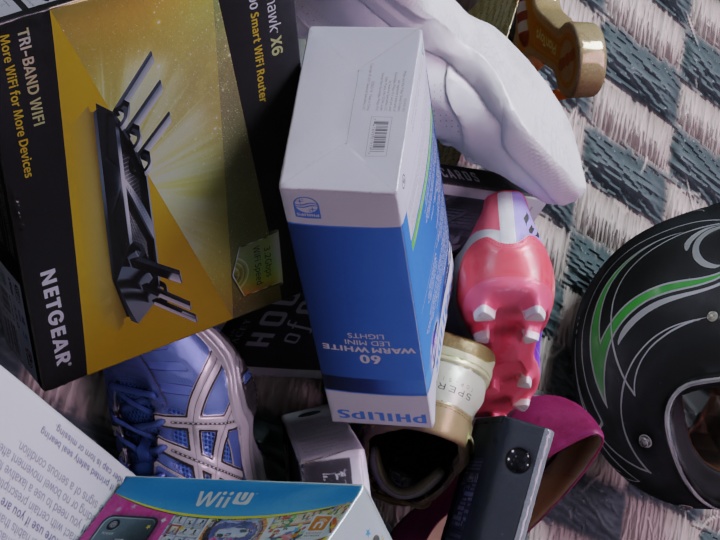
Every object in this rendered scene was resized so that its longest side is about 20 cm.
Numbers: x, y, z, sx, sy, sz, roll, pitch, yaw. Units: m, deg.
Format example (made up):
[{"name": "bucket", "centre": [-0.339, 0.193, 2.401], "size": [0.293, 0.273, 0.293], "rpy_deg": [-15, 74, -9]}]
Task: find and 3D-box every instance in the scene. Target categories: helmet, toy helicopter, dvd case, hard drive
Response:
[{"name": "helmet", "centre": [0.242, 0.063, 1.471], "size": [0.200, 0.191, 0.200], "rpy_deg": [43, 23, -23]}, {"name": "toy helicopter", "centre": [0.113, -0.146, 1.334], "size": [0.079, 0.200, 0.133], "rpy_deg": [1, 111, -15]}, {"name": "dvd case", "centre": [0.000, 0.000, 1.183], "size": [0.200, 0.025, 0.150], "rpy_deg": [5, 127, -45]}, {"name": "hard drive", "centre": [0.058, 0.183, 1.175], "size": [0.140, 0.033, 0.201], "rpy_deg": [127, -20, -84]}]

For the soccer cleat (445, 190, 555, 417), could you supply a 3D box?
[{"name": "soccer cleat", "centre": [0.076, 0.028, 1.212], "size": [0.200, 0.066, 0.077], "rpy_deg": [99, -6, -64]}]

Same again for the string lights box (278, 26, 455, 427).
[{"name": "string lights box", "centre": [0.008, -0.017, 1.048], "size": [0.200, 0.059, 0.103], "rpy_deg": [80, 16, -52]}]

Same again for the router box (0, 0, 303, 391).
[{"name": "router box", "centre": [-0.105, -0.059, 0.998], "size": [0.157, 0.052, 0.201], "rpy_deg": [-22, 128, -23]}]

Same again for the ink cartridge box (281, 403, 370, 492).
[{"name": "ink cartridge box", "centre": [-0.014, 0.183, 1.198], "size": [0.200, 0.043, 0.199], "rpy_deg": [-123, -153, -84]}]

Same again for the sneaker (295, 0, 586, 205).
[{"name": "sneaker", "centre": [0.038, -0.098, 1.148], "size": [0.200, 0.088, 0.075], "rpy_deg": [43, 27, -19]}]

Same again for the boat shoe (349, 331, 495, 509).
[{"name": "boat shoe", "centre": [0.026, 0.101, 1.207], "size": [0.200, 0.074, 0.067], "rpy_deg": [105, 2, -63]}]

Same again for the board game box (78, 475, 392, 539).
[{"name": "board game box", "centre": [-0.089, 0.180, 0.897], "size": [0.200, 0.147, 0.064], "rpy_deg": [-53, 128, -40]}]

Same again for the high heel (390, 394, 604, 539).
[{"name": "high heel", "centre": [0.074, 0.165, 1.272], "size": [0.067, 0.096, 0.201], "rpy_deg": [25, 89, -33]}]

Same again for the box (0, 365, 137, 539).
[{"name": "box", "centre": [-0.200, 0.157, 0.957], "size": [0.184, 0.105, 0.200], "rpy_deg": [47, 53, -42]}]

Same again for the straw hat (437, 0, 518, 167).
[{"name": "straw hat", "centre": [0.024, -0.116, 1.268], "size": [0.085, 0.201, 0.202], "rpy_deg": [21, 66, -7]}]

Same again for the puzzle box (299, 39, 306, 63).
[{"name": "puzzle box", "centre": [-0.072, -0.089, 1.139], "size": [0.133, 0.025, 0.200], "rpy_deg": [-52, 150, -41]}]

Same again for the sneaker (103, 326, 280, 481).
[{"name": "sneaker", "centre": [-0.097, 0.096, 1.115], "size": [0.077, 0.076, 0.200], "rpy_deg": [-50, 128, -41]}]
